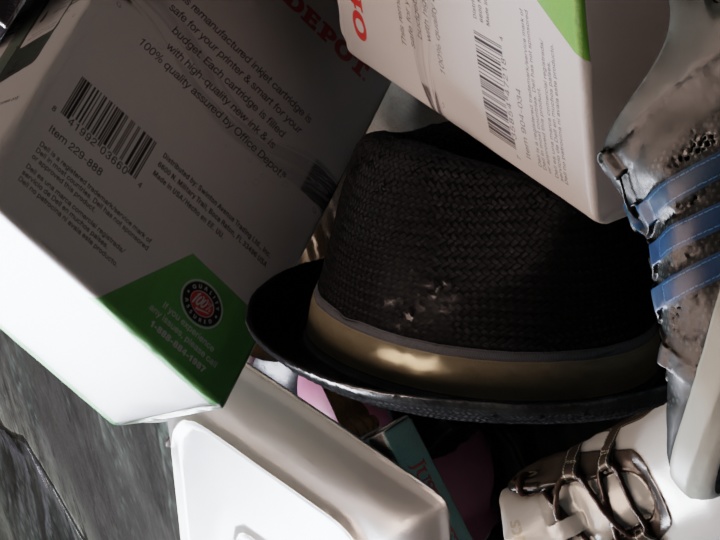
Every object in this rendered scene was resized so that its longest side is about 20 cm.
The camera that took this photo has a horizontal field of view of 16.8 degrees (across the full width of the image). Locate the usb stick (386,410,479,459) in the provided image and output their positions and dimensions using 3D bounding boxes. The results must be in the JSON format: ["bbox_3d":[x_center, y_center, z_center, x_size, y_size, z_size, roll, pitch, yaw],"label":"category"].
[{"bbox_3d":[0.000,0.000,1.193,0.201,0.032,0.056,62,150,16],"label":"usb stick"}]

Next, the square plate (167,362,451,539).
[{"bbox_3d":[-0.029,0.146,1.134,0.198,0.028,0.201,31,136,41],"label":"square plate"}]

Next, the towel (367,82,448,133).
[{"bbox_3d":[0.034,-0.057,1.150,0.133,0.034,0.200,68,160,1],"label":"towel"}]

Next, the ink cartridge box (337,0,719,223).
[{"bbox_3d":[0.064,-0.127,0.927,0.200,0.084,0.146,40,145,53],"label":"ink cartridge box"}]

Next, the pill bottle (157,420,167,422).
[{"bbox_3d":[-0.128,-0.019,1.489,0.111,0.110,0.201,25,132,62],"label":"pill bottle"}]

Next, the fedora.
[{"bbox_3d":[0.049,-0.009,0.972,0.200,0.199,0.092,-149,57,-60],"label":"fedora"}]

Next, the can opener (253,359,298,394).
[{"bbox_3d":[-0.018,0.014,1.323,0.200,0.078,0.064,96,-168,-58],"label":"can opener"}]

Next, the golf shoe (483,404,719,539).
[{"bbox_3d":[0.112,0.101,1.013,0.078,0.094,0.200,65,158,13],"label":"golf shoe"}]

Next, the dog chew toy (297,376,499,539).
[{"bbox_3d":[0.018,0.119,1.245,0.124,0.124,0.202,179,79,-69],"label":"dog chew toy"}]

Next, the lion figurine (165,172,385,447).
[{"bbox_3d":[-0.042,0.019,1.156,0.199,0.072,0.123,-15,101,38],"label":"lion figurine"}]

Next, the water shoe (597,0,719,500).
[{"bbox_3d":[0.122,-0.024,0.835,0.079,0.071,0.202,18,106,33],"label":"water shoe"}]

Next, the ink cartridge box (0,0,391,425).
[{"bbox_3d":[-0.089,-0.057,1.054,0.146,0.201,0.084,43,146,-25],"label":"ink cartridge box"}]

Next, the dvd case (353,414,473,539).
[{"bbox_3d":[0.002,0.156,1.141,0.200,0.022,0.147,-28,88,57],"label":"dvd case"}]

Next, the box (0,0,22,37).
[{"bbox_3d":[-0.157,-0.155,1.111,0.036,0.144,0.200,32,163,-14],"label":"box"}]
